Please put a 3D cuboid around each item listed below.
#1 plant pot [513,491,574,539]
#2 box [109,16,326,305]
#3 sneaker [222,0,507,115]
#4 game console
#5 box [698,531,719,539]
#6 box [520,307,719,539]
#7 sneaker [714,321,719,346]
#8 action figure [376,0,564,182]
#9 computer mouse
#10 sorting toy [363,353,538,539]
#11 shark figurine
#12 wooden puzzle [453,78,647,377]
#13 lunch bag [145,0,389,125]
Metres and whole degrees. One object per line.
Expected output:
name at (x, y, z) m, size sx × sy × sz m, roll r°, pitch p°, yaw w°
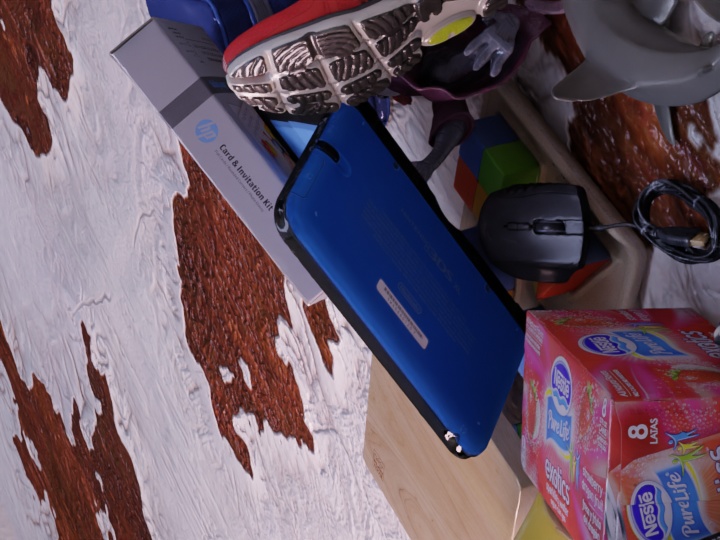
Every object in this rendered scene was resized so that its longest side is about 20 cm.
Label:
plant pot at (0.144, 0.219, 1.330) m, size 0.201 × 0.200 × 0.190 m, roll 47°, pitch 132°, yaw 50°
box at (-0.070, -0.071, 1.499) m, size 0.200 × 0.041 × 0.156 m, roll 53°, pitch -172°, yaw 2°
sneaker at (0.008, -0.156, 1.277) m, size 0.085 × 0.199 × 0.077 m, roll 56°, pitch 170°, yaw 28°
game console at (0.000, 0.000, 1.380) m, size 0.118 × 0.171 × 0.200 m, roll -20°, pitch 120°, yaw 37°
box at (0.175, 0.172, 1.133) m, size 0.110 × 0.199 × 0.035 m, roll 43°, pitch -150°, yaw -46°
box at (0.151, 0.085, 1.217) m, size 0.200 × 0.099 × 0.096 m, roll -123°, pitch 33°, yaw -76°
sneaker at (0.222, -0.008, 1.112) m, size 0.200 × 0.077 × 0.080 m, roll 110°, pitch 168°, yaw -65°
action figure at (0.031, -0.142, 1.401) m, size 0.134 × 0.149 × 0.200 m, roll 43°, pitch 177°, yaw 0°
computer mouse at (0.129, -0.023, 1.311) m, size 0.199 × 0.034 × 0.059 m, roll -2°, pitch 87°, yaw 54°
sorting toy at (0.080, 0.125, 1.572) m, size 0.200 × 0.069 × 0.200 m, roll 95°, pitch 151°, yaw -46°
shark figurine at (0.143, -0.110, 1.191) m, size 0.214 × 0.089 × 0.129 m, roll -157°, pitch 51°, yaw -67°
wooden puzzle at (0.103, -0.003, 1.441) m, size 0.186 × 0.046 × 0.201 m, roll 55°, pitch 154°, yaw 39°
lunch bag at (-0.081, -0.156, 1.678) m, size 0.200 × 0.132 × 0.137 m, roll 21°, pitch 125°, yaw 65°
